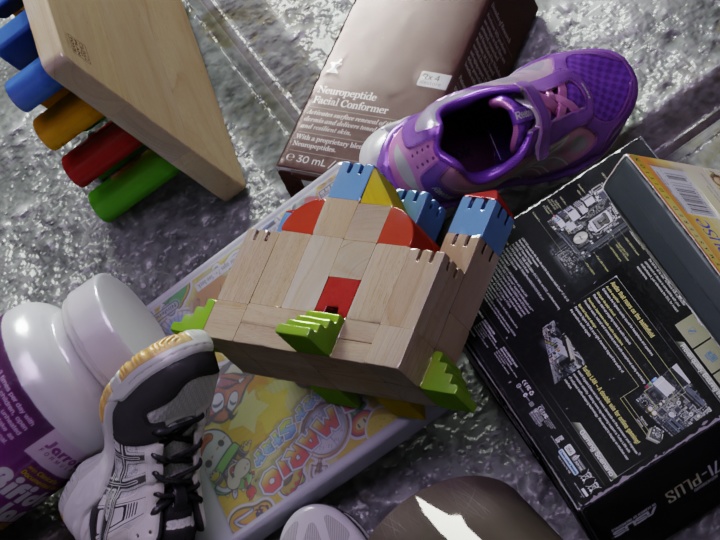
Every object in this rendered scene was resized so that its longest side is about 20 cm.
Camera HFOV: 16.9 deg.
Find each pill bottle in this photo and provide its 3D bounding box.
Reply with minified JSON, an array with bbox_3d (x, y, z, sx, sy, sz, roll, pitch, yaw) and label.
[{"bbox_3d":[-0.217,0.090,1.523,0.200,0.112,0.112,-35,51,13],"label":"pill bottle"}]

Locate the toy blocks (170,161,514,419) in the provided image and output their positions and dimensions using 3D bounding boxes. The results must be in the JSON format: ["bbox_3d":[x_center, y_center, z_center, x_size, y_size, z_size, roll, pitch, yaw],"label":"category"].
[{"bbox_3d":[0.000,0.000,1.441,0.200,0.100,0.137,7,66,37],"label":"toy blocks"}]

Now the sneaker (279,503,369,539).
[{"bbox_3d":[-0.024,0.205,1.389,0.075,0.115,0.201,-17,54,11],"label":"sneaker"}]

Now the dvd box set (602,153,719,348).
[{"bbox_3d":[0.247,0.001,1.376,0.029,0.200,0.146,-57,47,28],"label":"dvd box set"}]

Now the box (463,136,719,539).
[{"bbox_3d":[0.159,0.047,1.437,0.164,0.086,0.200,-33,53,-1],"label":"box"}]

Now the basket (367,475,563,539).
[{"bbox_3d":[0.088,0.216,1.320,0.136,0.181,0.200,-11,39,-23],"label":"basket"}]

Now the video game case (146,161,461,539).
[{"bbox_3d":[-0.050,0.058,1.511,0.200,0.023,0.182,-36,58,15],"label":"video game case"}]

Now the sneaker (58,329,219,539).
[{"bbox_3d":[-0.116,0.119,1.458,0.075,0.200,0.088,-16,58,-34],"label":"sneaker"}]

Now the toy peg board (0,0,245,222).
[{"bbox_3d":[-0.195,-0.142,1.647,0.098,0.199,0.200,-35,51,17],"label":"toy peg board"}]

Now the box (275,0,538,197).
[{"bbox_3d":[0.033,-0.123,1.609,0.100,0.075,0.200,10,61,27],"label":"box"}]

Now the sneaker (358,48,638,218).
[{"bbox_3d":[0.100,-0.091,1.513,0.200,0.088,0.081,-24,83,-26],"label":"sneaker"}]
